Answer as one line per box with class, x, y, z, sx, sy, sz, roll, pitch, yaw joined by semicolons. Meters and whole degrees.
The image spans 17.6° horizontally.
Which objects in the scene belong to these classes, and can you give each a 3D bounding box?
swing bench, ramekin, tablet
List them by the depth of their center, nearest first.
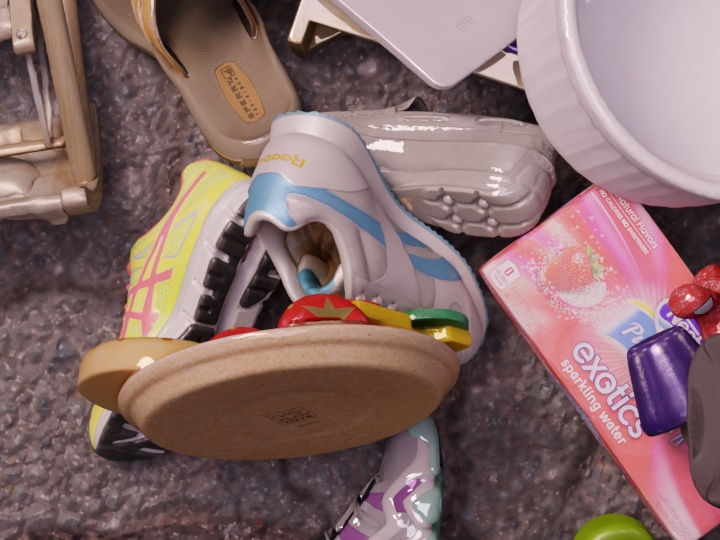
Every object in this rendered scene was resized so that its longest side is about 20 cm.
ramekin;0.183;-0.129;1.290;0.200;0.098;0.201;3;80;-20
tablet;0.068;-0.193;1.348;0.130;0.014;0.200;42;59;17
swing bench;-0.263;-0.116;1.368;0.198;0.130;0.201;-8;95;1

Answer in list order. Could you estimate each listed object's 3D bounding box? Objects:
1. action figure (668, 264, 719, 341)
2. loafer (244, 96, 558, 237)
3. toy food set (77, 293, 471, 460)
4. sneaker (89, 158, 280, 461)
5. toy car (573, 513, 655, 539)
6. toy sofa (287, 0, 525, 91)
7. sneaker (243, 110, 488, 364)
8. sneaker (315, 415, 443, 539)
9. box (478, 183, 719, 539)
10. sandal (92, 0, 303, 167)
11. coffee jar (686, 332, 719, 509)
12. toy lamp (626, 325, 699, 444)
action figure;0.250;0.023;1.325;0.200;0.052;0.066;3;65;-35
loafer;0.022;-0.067;1.371;0.199;0.070;0.070;10;57;23
toy food set;-0.041;0.061;1.307;0.200;0.198;0.049;-23;64;36
sneaker;-0.109;0.022;1.393;0.090;0.078;0.200;43;108;42
toy car;0.143;0.267;1.342;0.157;0.164;0.200;-20;101;2
toy sofa;0.062;-0.148;1.376;0.199;0.083;0.098;18;91;2
sneaker;0.000;0.000;1.341;0.200;0.076;0.081;47;52;-34
sneaker;-0.027;0.174;1.379;0.139;0.078;0.201;9;89;1
box;0.166;0.051;1.364;0.103;0.095;0.200;-35;89;1
sandal;-0.100;-0.147;1.373;0.080;0.054;0.200;-33;64;-4
coffee jar;0.256;0.086;1.250;0.085;0.200;0.105;-9;76;41
toy lamp;0.206;0.126;1.287;0.058;0.058;0.200;-27;89;2
